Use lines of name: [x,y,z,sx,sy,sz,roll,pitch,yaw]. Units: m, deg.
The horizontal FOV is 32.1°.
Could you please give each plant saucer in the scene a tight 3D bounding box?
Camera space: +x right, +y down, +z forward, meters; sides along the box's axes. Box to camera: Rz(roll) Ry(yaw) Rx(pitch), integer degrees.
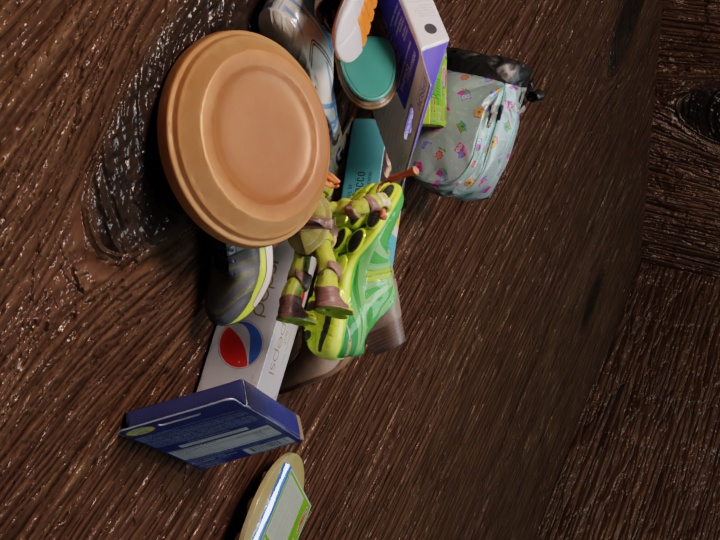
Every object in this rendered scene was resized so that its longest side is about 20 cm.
plant saucer: [-0.096,-0.122,1.146,0.199,0.037,0.202,6,81,-45]

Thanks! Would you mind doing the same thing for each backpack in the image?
backpack: [0.140,-0.198,1.715,0.126,0.166,0.202,10,97,-50]

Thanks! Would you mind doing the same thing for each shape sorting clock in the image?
shape sorting clock: [-0.112,0.316,1.502,0.200,0.039,0.202,13,90,-71]

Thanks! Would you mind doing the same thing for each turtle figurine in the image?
turtle figurine: [-0.036,-0.033,1.230,0.064,0.198,0.163,35,51,-57]

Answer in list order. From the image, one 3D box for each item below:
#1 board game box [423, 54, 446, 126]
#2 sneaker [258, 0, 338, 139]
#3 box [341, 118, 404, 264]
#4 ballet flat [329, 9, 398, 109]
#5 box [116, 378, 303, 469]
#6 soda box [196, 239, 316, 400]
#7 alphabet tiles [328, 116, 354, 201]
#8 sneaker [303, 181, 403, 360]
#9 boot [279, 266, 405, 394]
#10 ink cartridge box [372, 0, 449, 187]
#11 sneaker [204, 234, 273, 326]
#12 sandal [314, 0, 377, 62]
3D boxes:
board game box: [0.075,-0.232,1.560,0.200,0.047,0.103,-32,122,-79]
sneaker: [-0.051,-0.209,1.284,0.073,0.072,0.201,-51,150,-24]
box: [0.013,-0.074,1.505,0.082,0.049,0.202,34,62,-64]
ballet flat: [-0.004,-0.232,1.325,0.073,0.067,0.201,101,-24,-56]
box: [-0.142,0.148,1.206,0.200,0.120,0.033,48,27,-67]
soda box: [-0.106,0.051,1.312,0.064,0.068,0.202,41,64,-68]
alphabet tiles: [-0.032,-0.081,1.513,0.201,0.006,0.167,76,34,-52]
sneaker: [0.000,0.000,1.344,0.083,0.074,0.202,18,94,-46]
boot: [-0.044,0.044,1.433,0.147,0.199,0.070,63,19,-5]
ink cartridge box: [0.046,-0.219,1.355,0.199,0.043,0.201,106,-28,-59]
sneaker: [-0.128,-0.044,1.215,0.081,0.074,0.202,0,104,-49]
sandal: [-0.012,-0.289,1.236,0.079,0.059,0.208,85,17,-54]
